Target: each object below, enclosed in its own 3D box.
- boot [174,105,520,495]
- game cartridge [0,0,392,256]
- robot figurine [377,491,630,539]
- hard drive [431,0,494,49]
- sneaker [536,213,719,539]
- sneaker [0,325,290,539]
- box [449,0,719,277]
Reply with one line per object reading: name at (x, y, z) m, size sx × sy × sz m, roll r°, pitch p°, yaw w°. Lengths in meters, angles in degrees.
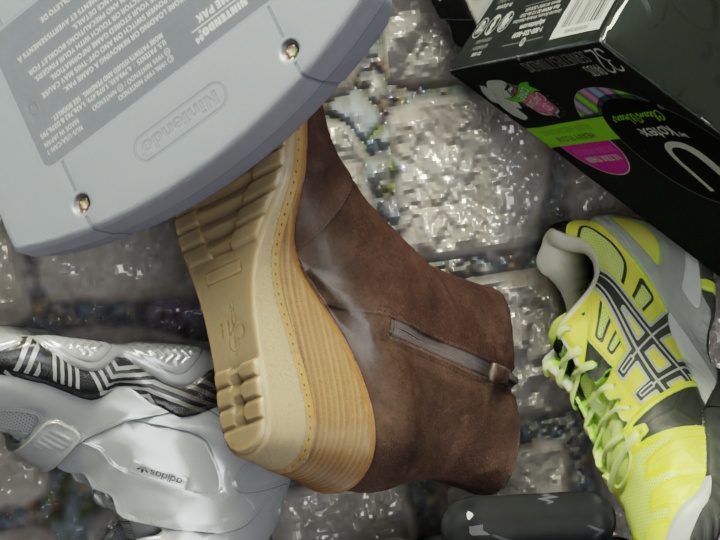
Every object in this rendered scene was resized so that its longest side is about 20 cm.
boot at (0.000, 0.000, 1.107) m, size 0.166 × 0.072 × 0.200 m, roll 9°, pitch 74°, yaw -47°
game cartridge at (-0.083, -0.096, 1.047) m, size 0.200 × 0.040 × 0.134 m, roll -34°, pitch 67°, yaw 25°
robot figurine at (0.068, 0.181, 1.133) m, size 0.200 × 0.125 × 0.151 m, roll 2°, pitch 76°, yaw -14°
hard drive at (0.069, -0.208, 1.123) m, size 0.140 × 0.038 × 0.200 m, roll -31°, pitch 110°, yaw -20°
sneaker at (0.119, 0.057, 1.123) m, size 0.076 × 0.200 × 0.075 m, roll 8°, pitch 133°, yaw -12°
sneaker at (-0.117, 0.086, 1.105) m, size 0.200 × 0.075 × 0.115 m, roll 5°, pitch 91°, yaw -17°
box at (0.170, -0.081, 1.071) m, size 0.200 × 0.149 × 0.124 m, roll 35°, pitch 77°, yaw -18°
